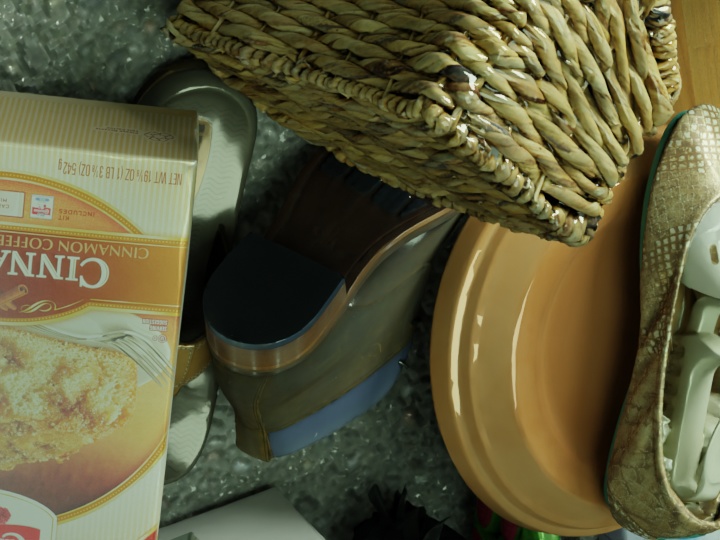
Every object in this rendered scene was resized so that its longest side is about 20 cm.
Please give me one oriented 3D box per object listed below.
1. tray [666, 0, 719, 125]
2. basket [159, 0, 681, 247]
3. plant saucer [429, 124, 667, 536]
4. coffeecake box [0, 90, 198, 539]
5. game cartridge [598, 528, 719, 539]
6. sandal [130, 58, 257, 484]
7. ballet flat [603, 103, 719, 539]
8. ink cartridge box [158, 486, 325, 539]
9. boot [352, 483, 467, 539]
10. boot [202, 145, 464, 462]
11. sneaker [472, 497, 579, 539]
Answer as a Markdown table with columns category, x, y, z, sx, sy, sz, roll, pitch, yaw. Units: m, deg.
| category | x | y | z | sx | sy | sz | roll | pitch | yaw |
| --- | --- | --- | --- | --- | --- | --- | --- | --- | --- |
| tray | 0.129 | -0.111 | 1.326 | 0.098 | 0.037 | 0.201 | -21 | 120 | -17 |
| basket | 0.045 | -0.111 | 1.183 | 0.143 | 0.200 | 0.149 | 36 | 81 | -41 |
| plant saucer | 0.120 | 0.029 | 1.310 | 0.200 | 0.037 | 0.201 | -10 | 106 | -36 |
| coffeecake box | -0.154 | 0.029 | 1.197 | 0.153 | 0.073 | 0.201 | 6 | 110 | -5 |
| game cartridge | 0.196 | 0.154 | 1.474 | 0.133 | 0.040 | 0.201 | -28 | 121 | -8 |
| sandal | -0.082 | 0.007 | 1.261 | 0.081 | 0.055 | 0.201 | 8 | 108 | -28 |
| ballet flat | 0.159 | 0.027 | 1.274 | 0.070 | 0.065 | 0.201 | -2 | 102 | -40 |
| ink cartridge box | -0.101 | 0.209 | 1.321 | 0.199 | 0.084 | 0.146 | -18 | 119 | -17 |
| boot | 0.075 | 0.189 | 1.332 | 0.073 | 0.162 | 0.198 | -44 | 104 | -12 |
| boot | 0.000 | 0.000 | 1.289 | 0.200 | 0.075 | 0.097 | -41 | 149 | -31 |
| sneaker | 0.106 | 0.092 | 1.379 | 0.083 | 0.077 | 0.201 | -8 | 118 | -25 |
